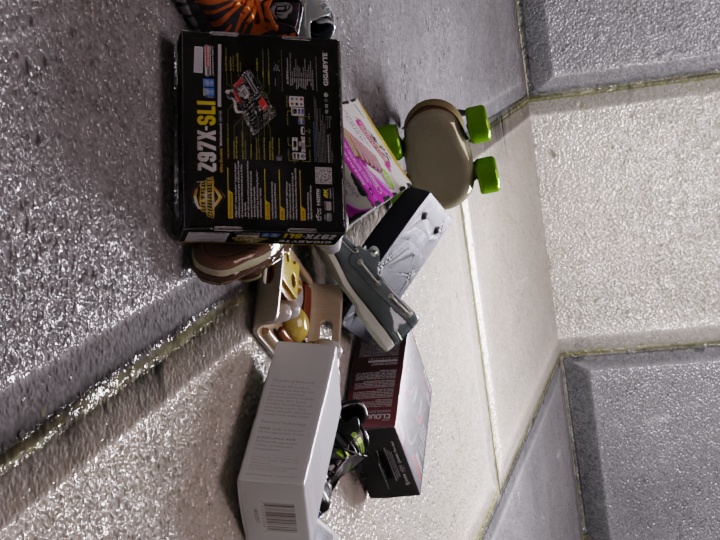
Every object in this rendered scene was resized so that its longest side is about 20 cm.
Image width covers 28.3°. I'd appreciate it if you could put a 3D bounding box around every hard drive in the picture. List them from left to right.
[{"bbox_3d":[0.036,-0.009,1.837,0.201,0.042,0.135,-56,158,-2],"label":"hard drive"}]

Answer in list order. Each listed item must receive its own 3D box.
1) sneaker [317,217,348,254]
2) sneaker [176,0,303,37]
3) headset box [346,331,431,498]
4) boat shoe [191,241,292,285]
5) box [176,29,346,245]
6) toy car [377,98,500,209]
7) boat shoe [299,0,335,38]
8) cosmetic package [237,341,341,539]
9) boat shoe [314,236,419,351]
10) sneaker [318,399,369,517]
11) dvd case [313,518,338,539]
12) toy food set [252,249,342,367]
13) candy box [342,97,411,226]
[{"bbox_3d":[-0.061,-0.105,1.628,0.116,0.075,0.201,66,9,-62],"label":"sneaker"},{"bbox_3d":[-0.119,-0.275,1.435,0.201,0.111,0.078,68,23,-45],"label":"sneaker"},{"bbox_3d":[0.037,0.192,1.884,0.201,0.075,0.149,-80,158,-44],"label":"headset box"},{"bbox_3d":[-0.111,-0.019,1.453,0.202,0.074,0.075,-43,148,-58],"label":"boat shoe"},{"bbox_3d":[-0.097,-0.128,1.381,0.049,0.159,0.201,135,-47,-72],"label":"box"},{"bbox_3d":[0.115,-0.196,2.182,0.200,0.163,0.159,-91,169,-65],"label":"toy car"},{"bbox_3d":[-0.063,-0.285,1.708,0.070,0.071,0.202,57,32,-59],"label":"boat shoe"},{"bbox_3d":[-0.071,0.178,1.494,0.201,0.074,0.102,-79,169,-49],"label":"cosmetic package"},{"bbox_3d":[0.000,0.000,1.736,0.201,0.062,0.073,58,-8,-6],"label":"boat shoe"},{"bbox_3d":[-0.035,0.200,1.601,0.071,0.082,0.200,62,21,-18],"label":"sneaker"},{"bbox_3d":[-0.065,0.340,1.572,0.200,0.025,0.151,55,32,-61],"label":"dvd case"},{"bbox_3d":[-0.063,0.037,1.617,0.200,0.060,0.144,60,29,-57],"label":"toy food set"},{"bbox_3d":[-0.015,-0.133,1.754,0.137,0.061,0.200,57,18,-2],"label":"candy box"}]
